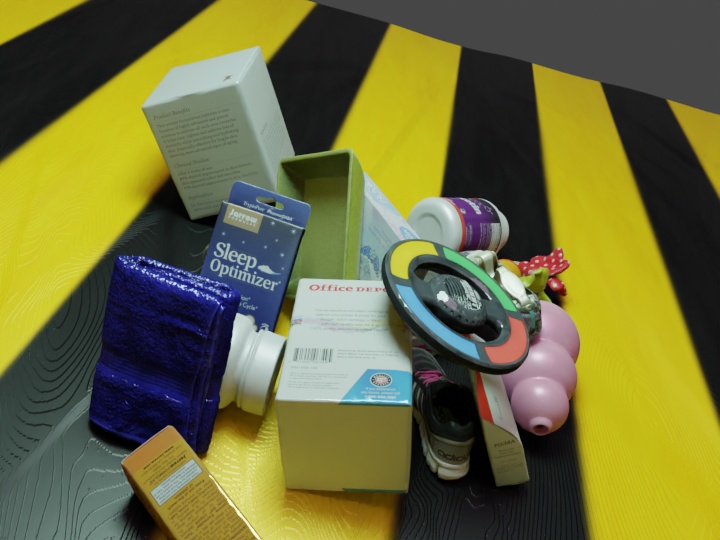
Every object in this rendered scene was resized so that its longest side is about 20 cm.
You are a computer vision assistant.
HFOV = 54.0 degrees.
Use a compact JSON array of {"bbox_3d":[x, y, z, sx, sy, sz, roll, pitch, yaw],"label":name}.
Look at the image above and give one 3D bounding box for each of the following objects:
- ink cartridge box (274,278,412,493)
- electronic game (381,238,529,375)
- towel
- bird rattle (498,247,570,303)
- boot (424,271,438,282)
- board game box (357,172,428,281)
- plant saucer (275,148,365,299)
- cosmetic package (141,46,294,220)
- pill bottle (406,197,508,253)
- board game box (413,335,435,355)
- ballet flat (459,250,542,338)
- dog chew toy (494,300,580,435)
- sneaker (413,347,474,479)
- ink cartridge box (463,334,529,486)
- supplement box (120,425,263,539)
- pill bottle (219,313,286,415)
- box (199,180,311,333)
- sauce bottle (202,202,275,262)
[{"bbox_3d":[-0.011,0.129,0.829,0.142,0.149,0.202,1,37,4],"label":"ink cartridge box"},{"bbox_3d":[0.110,0.037,0.807,0.196,0.042,0.202,25,32,-16],"label":"electronic game"},{"bbox_3d":[-0.217,0.097,0.766,0.144,0.205,0.050,16,16,0],"label":"towel"},{"bbox_3d":[0.267,0.008,1.189,0.159,0.115,0.200,10,29,19],"label":"bird rattle"},{"bbox_3d":[0.092,0.011,1.069,0.128,0.069,0.201,6,35,-37],"label":"boot"},{"bbox_3d":[0.000,0.000,0.987,0.043,0.202,0.201,2,37,-35],"label":"board game box"},{"bbox_3d":[-0.056,-0.059,0.992,0.047,0.206,0.198,3,1,-36],"label":"plant saucer"},{"bbox_3d":[-0.220,-0.223,1.147,0.163,0.204,0.168,-9,33,12],"label":"cosmetic package"},{"bbox_3d":[0.173,-0.067,1.214,0.197,0.114,0.112,-6,39,-48],"label":"pill bottle"},{"bbox_3d":[0.050,0.048,1.079,0.148,0.047,0.201,-6,42,-30],"label":"board game box"},{"bbox_3d":[0.191,0.012,1.001,0.070,0.074,0.201,-4,35,-28],"label":"ballet flat"},{"bbox_3d":[0.248,0.139,0.988,0.121,0.126,0.203,15,43,-2],"label":"dog chew toy"},{"bbox_3d":[0.102,0.162,0.913,0.072,0.089,0.202,4,37,-17],"label":"sneaker"},{"bbox_3d":[0.160,0.140,0.878,0.046,0.203,0.162,-12,37,5],"label":"ink cartridge box"},{"bbox_3d":[-0.153,0.251,0.690,0.068,0.067,0.199,-35,57,-28],"label":"supplement box"},{"bbox_3d":[-0.194,0.097,0.849,0.195,0.115,0.114,17,35,0],"label":"pill bottle"},{"bbox_3d":[-0.150,-0.010,0.957,0.118,0.205,0.032,17,-2,2],"label":"box"},{"bbox_3d":[-0.172,-0.059,1.112,0.063,0.066,0.201,24,37,10],"label":"sauce bottle"}]
